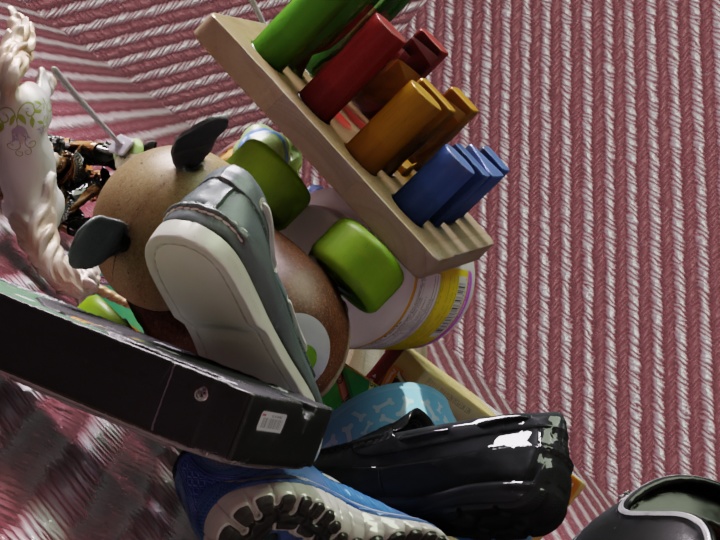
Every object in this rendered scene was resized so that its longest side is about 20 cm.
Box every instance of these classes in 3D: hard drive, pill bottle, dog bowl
[{"bbox_3d":[-0.123,0.043,0.864,0.199,0.038,0.140,21,-2,14],"label":"hard drive"},{"bbox_3d":[0.000,0.000,1.207,0.104,0.104,0.200,40,11,18],"label":"pill bottle"},{"bbox_3d":[0.048,0.154,1.261,0.200,0.111,0.050,37,17,-42],"label":"dog bowl"}]

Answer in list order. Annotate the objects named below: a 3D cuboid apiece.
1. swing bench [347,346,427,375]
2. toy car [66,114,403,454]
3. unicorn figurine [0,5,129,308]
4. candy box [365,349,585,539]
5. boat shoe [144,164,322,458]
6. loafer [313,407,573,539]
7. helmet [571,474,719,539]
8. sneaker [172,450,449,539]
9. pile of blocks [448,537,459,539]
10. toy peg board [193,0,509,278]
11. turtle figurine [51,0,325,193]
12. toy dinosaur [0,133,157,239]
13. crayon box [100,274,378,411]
[{"bbox_3d":[-0.042,0.038,1.562,0.200,0.130,0.199,41,3,21],"label":"swing bench"},{"bbox_3d":[-0.088,-0.008,1.002,0.158,0.164,0.200,40,-10,22],"label":"toy car"},{"bbox_3d":[-0.217,-0.064,1.231,0.138,0.073,0.201,-115,-178,-61],"label":"unicorn figurine"},{"bbox_3d":[0.063,0.150,1.350,0.200,0.116,0.055,37,5,-38],"label":"candy box"},{"bbox_3d":[-0.052,0.028,0.941,0.072,0.062,0.201,10,-36,25],"label":"boat shoe"},{"bbox_3d":[0.028,0.115,1.038,0.199,0.071,0.068,-7,-35,29],"label":"loafer"},{"bbox_3d":[0.182,0.219,1.021,0.200,0.200,0.191,39,-6,-13],"label":"helmet"},{"bbox_3d":[-0.024,0.132,0.962,0.200,0.079,0.089,36,7,-49],"label":"sneaker"},{"bbox_3d":[0.041,0.193,1.093,0.082,0.062,0.200,27,-3,-7],"label":"pile of blocks"},{"bbox_3d":[0.023,-0.106,1.145,0.199,0.098,0.200,47,13,7],"label":"toy peg board"},{"bbox_3d":[-0.101,-0.097,1.305,0.199,0.144,0.194,35,-21,4],"label":"turtle figurine"},{"bbox_3d":[-0.218,-0.071,1.394,0.135,0.103,0.200,20,25,20],"label":"toy dinosaur"},{"bbox_3d":[-0.093,0.045,1.272,0.199,0.058,0.119,32,-1,31],"label":"crayon box"}]
